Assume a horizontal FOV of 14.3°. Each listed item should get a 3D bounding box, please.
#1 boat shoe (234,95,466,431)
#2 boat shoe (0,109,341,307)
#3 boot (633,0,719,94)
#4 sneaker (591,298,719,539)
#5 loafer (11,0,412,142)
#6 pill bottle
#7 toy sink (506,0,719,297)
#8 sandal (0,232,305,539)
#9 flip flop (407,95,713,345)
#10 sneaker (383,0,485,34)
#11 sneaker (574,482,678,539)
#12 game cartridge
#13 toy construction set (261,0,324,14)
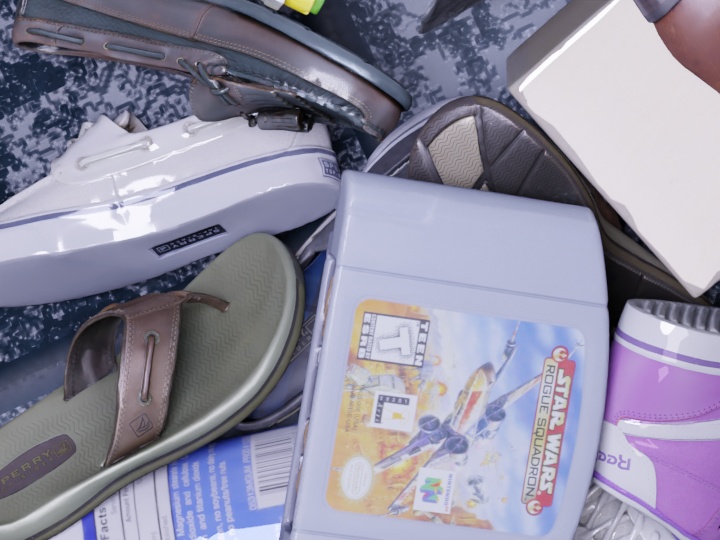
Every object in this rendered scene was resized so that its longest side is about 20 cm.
[{"bbox_3d":[0.000,0.000,1.351,0.200,0.066,0.070,-42,98,5],"label":"boat shoe"},{"bbox_3d":[-0.109,-0.039,1.349,0.200,0.071,0.070,-18,68,11],"label":"boat shoe"},{"bbox_3d":[0.234,-0.109,1.220,0.188,0.068,0.200,-38,98,9],"label":"boot"},{"bbox_3d":[0.190,0.079,1.343,0.200,0.073,0.114,7,101,-28],"label":"sneaker"},{"bbox_3d":[-0.070,-0.094,1.305,0.200,0.072,0.063,26,84,25],"label":"loafer"},{"bbox_3d":[-0.090,0.140,1.351,0.200,0.112,0.112,-12,99,2],"label":"pill bottle"},{"bbox_3d":[0.182,-0.108,1.314,0.200,0.112,0.130,-42,98,10],"label":"toy sink"},{"bbox_3d":[-0.108,0.053,1.307,0.201,0.080,0.057,-38,135,-9],"label":"sandal"},{"bbox_3d":[0.094,-0.015,1.341,0.081,0.058,0.200,-37,126,25],"label":"flip flop"},{"bbox_3d":[0.098,-0.189,1.323,0.200,0.104,0.060,-33,66,-28],"label":"sneaker"},{"bbox_3d":[0.133,0.130,1.369,0.075,0.081,0.200,-41,96,8],"label":"sneaker"},{"bbox_3d":[0.040,0.063,1.276,0.133,0.042,0.200,8,96,-7],"label":"game cartridge"},{"bbox_3d":[-0.011,-0.196,1.275,0.092,0.131,0.200,39,72,-1],"label":"toy construction set"}]
